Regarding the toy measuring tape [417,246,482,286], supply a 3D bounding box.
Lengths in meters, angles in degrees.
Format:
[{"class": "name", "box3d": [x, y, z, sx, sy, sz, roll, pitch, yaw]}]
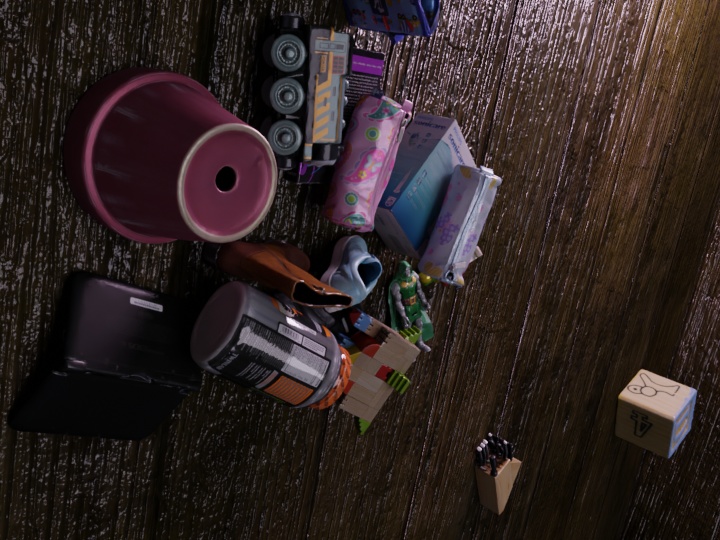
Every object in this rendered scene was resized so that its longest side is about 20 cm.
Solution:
[{"class": "toy measuring tape", "box3d": [0.186, -0.019, 1.336, 0.200, 0.073, 0.074, -23, 123, -40]}]

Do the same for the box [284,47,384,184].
[{"class": "box", "box3d": [-0.038, -0.227, 1.019, 0.143, 0.036, 0.201, -7, 110, -46]}]

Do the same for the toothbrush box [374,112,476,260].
[{"class": "toothbrush box", "box3d": [0.102, -0.142, 1.176, 0.200, 0.085, 0.146, -55, 139, -15]}]

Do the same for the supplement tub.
[{"class": "supplement tub", "box3d": [-0.115, 0.108, 0.931, 0.200, 0.122, 0.123, 34, 80, -35]}]

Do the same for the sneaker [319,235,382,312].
[{"class": "sneaker", "box3d": [0.000, 0.000, 1.065, 0.200, 0.082, 0.074, -72, 145, -58]}]

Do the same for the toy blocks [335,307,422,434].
[{"class": "toy blocks", "box3d": [0.000, 0.157, 1.155, 0.137, 0.100, 0.200, 32, 95, -31]}]

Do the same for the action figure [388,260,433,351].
[{"class": "action figure", "box3d": [0.090, 0.072, 1.289, 0.118, 0.055, 0.200, -31, 124, -33]}]

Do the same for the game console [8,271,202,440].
[{"class": "game console", "box3d": [-0.311, 0.115, 0.875, 0.200, 0.116, 0.176, 24, 58, -51]}]

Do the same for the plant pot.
[{"class": "plant pot", "box3d": [-0.198, -0.114, 0.775, 0.200, 0.179, 0.201, -24, 124, -40]}]

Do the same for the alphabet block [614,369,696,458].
[{"class": "alphabet block", "box3d": [1.034, 0.500, 2.438, 0.195, 0.200, 0.197, -30, 127, -36]}]

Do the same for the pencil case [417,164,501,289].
[{"class": "pencil case", "box3d": [0.162, -0.074, 1.142, 0.091, 0.083, 0.200, 2, 109, -86]}]

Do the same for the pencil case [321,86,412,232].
[{"class": "pencil case", "box3d": [0.010, -0.158, 1.013, 0.087, 0.087, 0.200, 13, 98, -50]}]

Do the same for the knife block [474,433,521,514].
[{"class": "knife block", "box3d": [0.327, 0.512, 1.744, 0.175, 0.064, 0.200, 18, 94, -50]}]

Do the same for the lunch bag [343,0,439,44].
[{"class": "lunch bag", "box3d": [0.034, -0.406, 0.928, 0.094, 0.150, 0.200, -38, 132, -31]}]

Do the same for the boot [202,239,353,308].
[{"class": "boot", "box3d": [-0.084, 0.003, 0.938, 0.188, 0.200, 0.069, 21, 89, -51]}]

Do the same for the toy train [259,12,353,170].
[{"class": "toy train", "box3d": [-0.070, -0.232, 0.916, 0.114, 0.085, 0.201, -1, 108, -18]}]

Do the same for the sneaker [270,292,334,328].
[{"class": "sneaker", "box3d": [-0.092, 0.113, 1.061, 0.114, 0.075, 0.200, -23, 121, -23]}]

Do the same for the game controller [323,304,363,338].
[{"class": "game controller", "box3d": [-0.038, 0.094, 1.169, 0.104, 0.042, 0.200, -32, 129, -18]}]
